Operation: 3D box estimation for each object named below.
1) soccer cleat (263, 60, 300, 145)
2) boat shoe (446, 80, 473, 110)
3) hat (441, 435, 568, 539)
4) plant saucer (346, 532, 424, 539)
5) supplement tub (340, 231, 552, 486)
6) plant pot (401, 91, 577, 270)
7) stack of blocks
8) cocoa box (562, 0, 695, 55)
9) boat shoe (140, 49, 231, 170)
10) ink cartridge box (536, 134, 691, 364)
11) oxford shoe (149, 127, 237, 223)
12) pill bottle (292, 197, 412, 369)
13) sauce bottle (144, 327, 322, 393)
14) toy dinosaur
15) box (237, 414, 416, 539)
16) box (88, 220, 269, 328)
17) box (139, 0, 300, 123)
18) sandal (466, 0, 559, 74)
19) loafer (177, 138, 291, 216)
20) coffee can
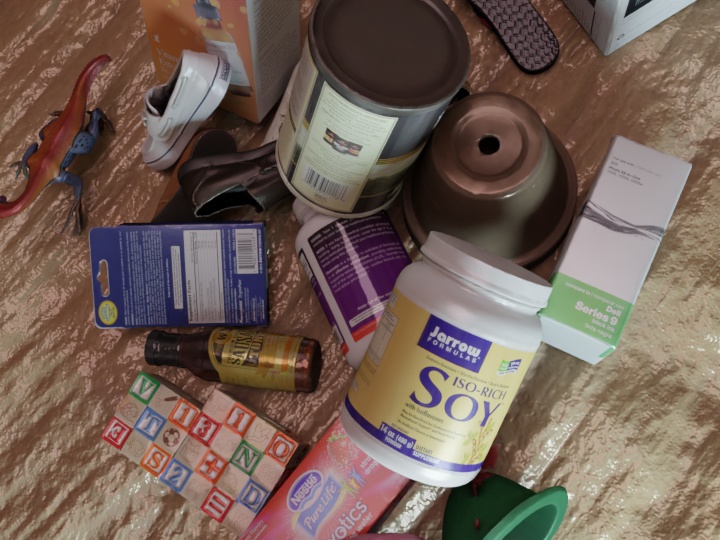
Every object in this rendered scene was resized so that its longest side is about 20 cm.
[{"bbox_3d":[-0.069,-0.196,0.951,0.069,0.078,0.201,23,82,13],"label":"soccer cleat"},{"bbox_3d":[0.032,-0.213,0.906,0.199,0.068,0.075,1,100,-12],"label":"boat shoe"},{"bbox_3d":[0.098,0.226,0.819,0.199,0.166,0.176,-16,44,-39],"label":"hat"},{"bbox_3d":[-0.008,0.334,0.774,0.201,0.201,0.051,-51,43,-5],"label":"plant saucer"},{"bbox_3d":[0.080,0.080,0.740,0.145,0.145,0.201,25,100,14],"label":"supplement tub"},{"bbox_3d":[0.134,-0.103,0.849,0.199,0.175,0.201,-2,76,9],"label":"plant pot"},{"bbox_3d":[-0.172,0.190,0.887,0.199,0.059,0.116,30,83,14],"label":"stack of blocks"},{"bbox_3d":[0.331,-0.372,0.900,0.199,0.133,0.132,-32,74,1],"label":"cocoa box"},{"bbox_3d":[-0.221,-0.189,0.926,0.200,0.065,0.074,-40,44,42],"label":"boat shoe"},{"bbox_3d":[0.253,-0.017,0.823,0.084,0.146,0.201,24,82,13],"label":"ink cartridge box"},{"bbox_3d":[-0.210,-0.079,0.960,0.071,0.071,0.201,26,94,-29],"label":"oxford shoe"},{"bbox_3d":[0.000,0.000,0.877,0.112,0.112,0.201,-26,75,2],"label":"pill bottle"},{"bbox_3d":[-0.145,0.098,0.901,0.199,0.066,0.066,4,78,8],"label":"sauce bottle"},{"bbox_3d":[-0.379,-0.143,0.948,0.104,0.201,0.182,14,35,2],"label":"toy dinosaur"},{"bbox_3d":[-0.030,0.247,0.832,0.100,0.095,0.200,39,86,16],"label":"box"},{"bbox_3d":[-0.206,0.005,0.916,0.199,0.032,0.122,-1,100,-1],"label":"box"},{"bbox_3d":[-0.160,-0.296,0.914,0.152,0.200,0.107,25,59,14],"label":"box"},{"bbox_3d":[0.170,-0.325,0.967,0.075,0.045,0.201,-30,89,7],"label":"sandal"},{"bbox_3d":[-0.103,-0.097,0.892,0.199,0.073,0.072,-12,66,3],"label":"loafer"},{"bbox_3d":[0.003,-0.161,0.773,0.145,0.200,0.147,6,65,-13],"label":"coffee can"}]
